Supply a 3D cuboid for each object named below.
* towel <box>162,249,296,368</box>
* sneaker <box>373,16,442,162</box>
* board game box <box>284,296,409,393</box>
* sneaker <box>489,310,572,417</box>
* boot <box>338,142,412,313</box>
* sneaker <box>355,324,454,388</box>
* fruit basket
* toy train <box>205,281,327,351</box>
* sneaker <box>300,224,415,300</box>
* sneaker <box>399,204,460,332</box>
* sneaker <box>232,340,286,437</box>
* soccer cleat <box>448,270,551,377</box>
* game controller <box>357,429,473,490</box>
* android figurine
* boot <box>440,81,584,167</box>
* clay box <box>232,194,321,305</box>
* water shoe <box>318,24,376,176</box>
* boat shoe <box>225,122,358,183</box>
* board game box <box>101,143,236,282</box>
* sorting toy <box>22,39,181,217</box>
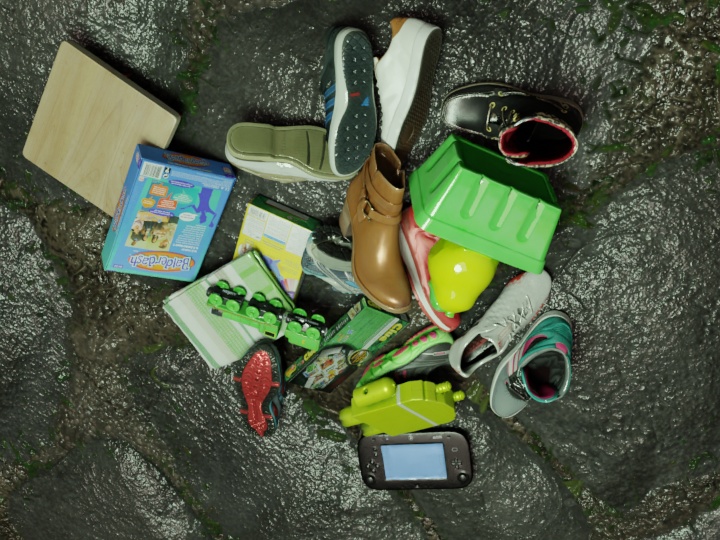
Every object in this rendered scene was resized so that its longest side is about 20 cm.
[{"bbox_3d":[-0.202,0.064,1.259,0.197,0.031,0.151,-27,111,25],"label":"towel"},{"bbox_3d":[0.052,-0.249,1.097,0.084,0.072,0.204,29,121,26],"label":"sneaker"},{"bbox_3d":[-0.023,0.123,1.261,0.104,0.024,0.200,24,123,-40],"label":"board game box"},{"bbox_3d":[0.256,0.168,1.191,0.082,0.121,0.203,27,117,0],"label":"sneaker"},{"bbox_3d":[0.034,-0.058,1.092,0.203,0.072,0.156,61,145,26],"label":"boot"},{"bbox_3d":[0.070,0.166,1.260,0.198,0.077,0.085,-33,99,25],"label":"sneaker"},{"bbox_3d":[0.151,-0.049,1.078,0.209,0.157,0.220,-1,127,-1],"label":"fruit basket"},{"bbox_3d":[-0.145,0.072,1.211,0.195,0.042,0.057,18,132,3],"label":"toy train"},{"bbox_3d":[0.000,0.000,1.204,0.196,0.079,0.087,24,137,-16],"label":"sneaker"},{"bbox_3d":[0.128,-0.012,1.168,0.113,0.079,0.203,-23,108,23],"label":"sneaker"},{"bbox_3d":[-0.161,0.177,1.303,0.077,0.097,0.203,13,131,4],"label":"sneaker"},{"bbox_3d":[0.209,0.080,1.170,0.200,0.085,0.069,-44,99,11],"label":"soccer cleat"},{"bbox_3d":[0.092,0.320,1.341,0.194,0.042,0.107,-6,112,15],"label":"game controller"},{"bbox_3d":[0.068,0.215,1.247,0.197,0.042,0.181,-23,143,29],"label":"android figurine"},{"bbox_3d":[0.194,-0.190,1.032,0.195,0.151,0.075,12,116,9],"label":"boot"},{"bbox_3d":[-0.145,-0.004,1.252,0.112,0.048,0.204,23,118,3],"label":"clay box"},{"bbox_3d":[-0.020,-0.237,1.110,0.070,0.079,0.205,-6,115,-27],"label":"water shoe"},{"bbox_3d":[-0.099,-0.168,1.157,0.195,0.077,0.068,12,162,-10],"label":"boat shoe"},{"bbox_3d":[-0.294,-0.082,1.208,0.149,0.045,0.203,9,123,-34],"label":"board game box"},{"bbox_3d":[-0.385,-0.212,1.205,0.196,0.070,0.202,33,117,-3],"label":"sorting toy"}]
